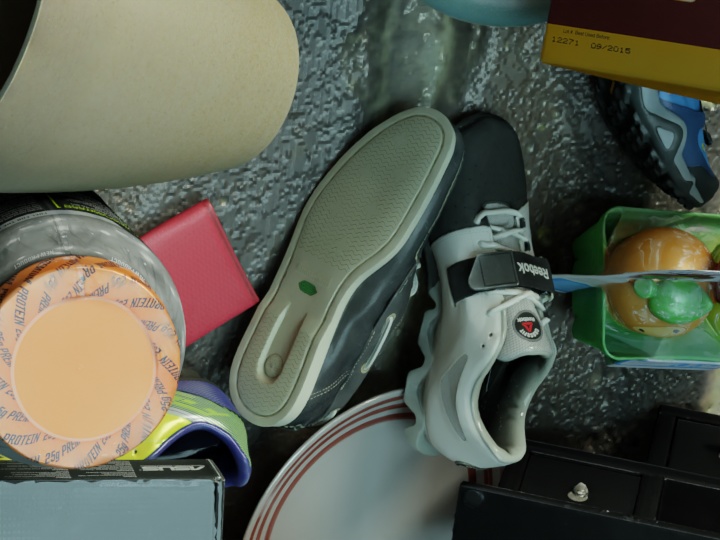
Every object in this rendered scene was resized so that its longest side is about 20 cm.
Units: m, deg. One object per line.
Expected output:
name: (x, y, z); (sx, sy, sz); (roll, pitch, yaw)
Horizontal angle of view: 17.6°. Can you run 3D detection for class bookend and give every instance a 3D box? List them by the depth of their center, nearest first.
bookend: (0.169, 0.142, 1.402); (0.197, 0.200, 0.093); (11, 115, 10)

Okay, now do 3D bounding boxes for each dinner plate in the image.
dinner plate: (0.007, 0.153, 1.385); (0.199, 0.024, 0.202); (-17, 124, -27)

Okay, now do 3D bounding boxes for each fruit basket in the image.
fruit basket: (0.211, 0.015, 1.317); (0.184, 0.200, 0.095); (3, 92, -27)

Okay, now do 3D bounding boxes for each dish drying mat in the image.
dish drying mat: (-0.155, 0.039, 1.270); (0.199, 0.018, 0.077); (-32, 125, -9)

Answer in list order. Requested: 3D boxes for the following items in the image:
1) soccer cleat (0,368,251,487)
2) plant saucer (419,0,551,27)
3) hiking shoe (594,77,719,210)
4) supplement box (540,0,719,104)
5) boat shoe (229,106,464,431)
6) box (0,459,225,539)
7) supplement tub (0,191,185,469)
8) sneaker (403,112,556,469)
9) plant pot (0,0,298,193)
soccer cleat: (-0.151, 0.106, 1.246); (0.199, 0.084, 0.065); (-12, 134, -25)
plant saucer: (0.082, -0.227, 1.207); (0.198, 0.027, 0.202); (-3, 99, -19)
hiking shoe: (0.174, -0.122, 1.307); (0.086, 0.074, 0.201); (-32, 124, -6)
supplement box: (0.216, -0.184, 1.195); (0.197, 0.132, 0.202); (5, 97, -51)
boat shoe: (0.000, 0.000, 1.300); (0.067, 0.072, 0.201); (18, 105, -50)
box: (-0.173, 0.196, 1.207); (0.198, 0.048, 0.195); (2, 102, -13)
supplement tub: (-0.156, 0.022, 1.139); (0.121, 0.200, 0.124); (-4, 103, -16)
sneaker: (0.080, 0.014, 1.309); (0.074, 0.088, 0.202); (-3, 100, -35)
plant pot: (-0.130, -0.114, 1.123); (0.199, 0.187, 0.188); (14, 109, -44)
